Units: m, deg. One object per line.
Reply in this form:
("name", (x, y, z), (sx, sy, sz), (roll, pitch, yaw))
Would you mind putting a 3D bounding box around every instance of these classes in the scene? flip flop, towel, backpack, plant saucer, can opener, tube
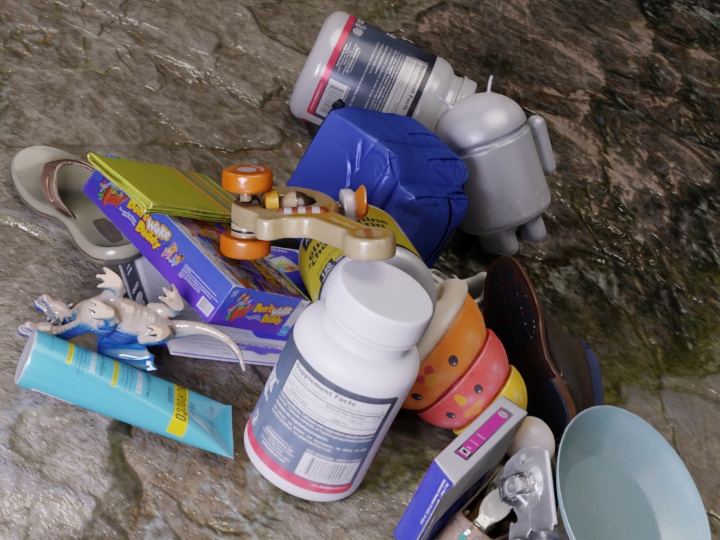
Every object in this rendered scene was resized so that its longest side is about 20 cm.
("flip flop", (-0.277, -0.074, 1.693), (0.081, 0.058, 0.200), (-24, 45, -24))
("towel", (-0.174, -0.073, 1.618), (0.086, 0.018, 0.200), (37, 13, 22))
("backpack", (0.028, -0.074, 1.872), (0.168, 0.163, 0.200), (44, 22, 18))
("plant saucer", (0.238, 0.222, 1.559), (0.200, 0.039, 0.202), (23, 51, -31))
("can opener", (0.163, 0.251, 1.507), (0.067, 0.053, 0.201), (20, 55, -41))
("tube", (-0.203, 0.110, 1.518), (0.199, 0.051, 0.078), (22, 32, -18))

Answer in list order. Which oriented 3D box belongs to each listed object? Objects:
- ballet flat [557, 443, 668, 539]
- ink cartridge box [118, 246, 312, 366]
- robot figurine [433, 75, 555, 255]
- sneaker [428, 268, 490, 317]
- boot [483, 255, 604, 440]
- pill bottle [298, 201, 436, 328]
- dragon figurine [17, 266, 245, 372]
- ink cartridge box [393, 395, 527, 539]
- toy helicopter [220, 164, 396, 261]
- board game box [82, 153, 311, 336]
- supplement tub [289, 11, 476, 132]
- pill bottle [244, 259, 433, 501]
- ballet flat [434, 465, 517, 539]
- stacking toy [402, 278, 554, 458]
("ballet flat", (0.257, 0.220, 1.685), (0.071, 0.072, 0.200), (9, 33, -27))
("ink cartridge box", (-0.124, 0.041, 1.682), (0.197, 0.044, 0.200), (9, 33, -27))
("robot figurine", (0.152, -0.119, 2.000), (0.169, 0.201, 0.113), (-27, 16, -25))
("sneaker", (0.050, 0.035, 1.795), (0.199, 0.081, 0.077), (-2, 42, -38))
("boot", (0.192, 0.082, 1.807), (0.097, 0.074, 0.201), (3, 67, -52))
("pill bottle", (0.000, 0.000, 1.673), (0.111, 0.113, 0.200), (16, 15, -17))
("dragon figurine", (-0.202, 0.053, 1.540), (0.199, 0.099, 0.059), (15, 62, -13))
("ink cartridge box", (0.084, 0.192, 1.561), (0.037, 0.095, 0.200), (33, 31, 12))
("toy helicopter", (-0.030, -0.042, 1.543), (0.132, 0.079, 0.200), (-9, 20, -36))
("board game box", (-0.154, -0.023, 1.629), (0.200, 0.045, 0.134), (44, 14, 27))
("supplement tub", (0.027, -0.214, 2.098), (0.199, 0.141, 0.141), (25, 30, -3))
("pill bottle", (-0.016, 0.094, 1.528), (0.119, 0.201, 0.120), (20, 30, -12))
("ballet flat", (0.135, 0.217, 1.590), (0.068, 0.067, 0.200), (33, 30, 13))
("stacking toy", (0.117, 0.118, 1.695), (0.200, 0.146, 0.146), (40, 29, -8))
